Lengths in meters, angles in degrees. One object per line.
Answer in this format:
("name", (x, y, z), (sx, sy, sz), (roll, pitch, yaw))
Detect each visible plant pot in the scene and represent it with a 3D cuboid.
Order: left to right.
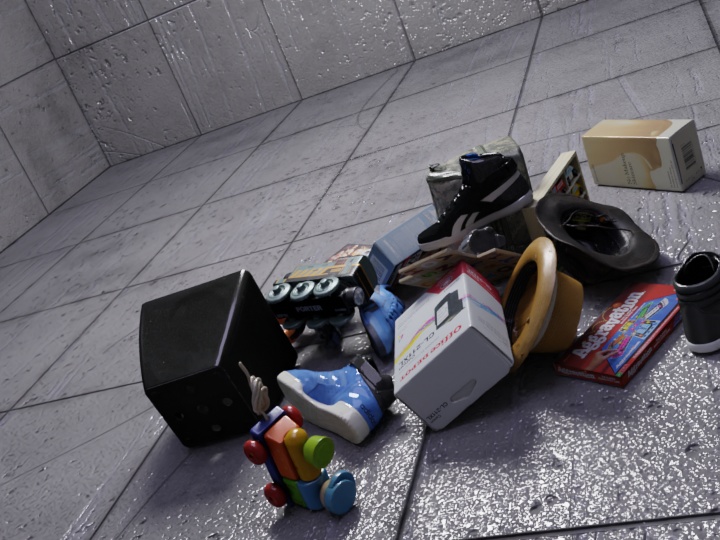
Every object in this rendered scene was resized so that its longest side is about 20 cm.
("plant pot", (-0.229, 0.153, 1.339), (0.197, 0.201, 0.179), (-18, 34, 13))

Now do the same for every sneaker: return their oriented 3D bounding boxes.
("sneaker", (-0.029, 0.166, 1.233), (0.111, 0.077, 0.199), (-41, 32, -24))
("sneaker", (0.038, 0.072, 1.399), (0.077, 0.067, 0.200), (-19, 22, 1))
("sneaker", (0.160, -0.118, 1.349), (0.198, 0.113, 0.073), (-26, 13, 19))
("sneaker", (0.459, 0.007, 1.077), (0.199, 0.100, 0.070), (-38, 24, -34))

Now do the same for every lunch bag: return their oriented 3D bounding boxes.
("lunch bag", (0.208, -0.105, 1.455), (0.165, 0.202, 0.140), (-16, 20, 8))

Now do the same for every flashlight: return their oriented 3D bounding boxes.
("flashlight", (0.157, -0.013, 1.355), (0.068, 0.068, 0.200), (-57, 1, -19))

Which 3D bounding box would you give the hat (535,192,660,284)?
("hat", (0.341, -0.034, 1.288), (0.197, 0.082, 0.202), (12, 32, -7))

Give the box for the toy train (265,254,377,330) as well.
("toy train", (-0.065, 0.034, 1.398), (0.198, 0.086, 0.114), (-8, 33, 38))

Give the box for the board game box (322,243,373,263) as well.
("board game box", (0.000, 0.000, 1.636), (0.135, 0.035, 0.199), (-39, 26, -32))

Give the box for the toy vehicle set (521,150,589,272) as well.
("toy vehicle set", (0.326, -0.094, 1.403), (0.026, 0.126, 0.200), (-5, 29, 37))

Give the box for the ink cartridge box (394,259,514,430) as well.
("ink cartridge box", (0.122, 0.096, 1.170), (0.146, 0.083, 0.201), (-44, 16, 19))

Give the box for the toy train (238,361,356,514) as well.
("toy train", (-0.080, 0.206, 1.043), (0.115, 0.202, 0.084), (7, 36, 44))

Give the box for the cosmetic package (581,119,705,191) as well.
("cosmetic package", (0.494, -0.205, 1.513), (0.071, 0.106, 0.199), (-33, 22, -23))

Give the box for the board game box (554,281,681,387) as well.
("board game box", (0.352, 0.079, 1.130), (0.199, 0.020, 0.102), (-38, 25, -31))

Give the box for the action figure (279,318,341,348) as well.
("action figure", (-0.094, 0.075, 1.480), (0.192, 0.105, 0.200), (-34, 19, 1))

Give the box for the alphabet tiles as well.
("alphabet tiles", (0.160, 0.000, 1.291), (0.198, 0.008, 0.166), (10, -24, -41))

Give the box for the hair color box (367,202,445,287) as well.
("hair color box", (0.099, -0.048, 1.531), (0.199, 0.061, 0.099), (-34, -18, -31))

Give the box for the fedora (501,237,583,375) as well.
("fedora", (0.245, 0.056, 1.152), (0.081, 0.203, 0.201), (16, 25, -5))
